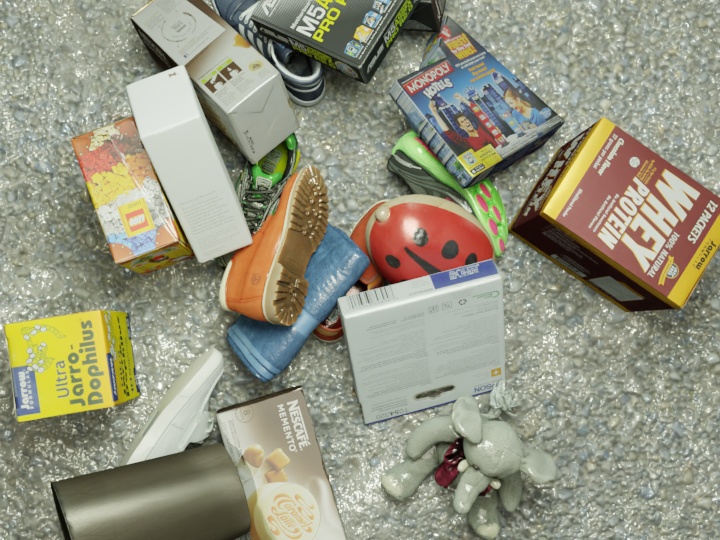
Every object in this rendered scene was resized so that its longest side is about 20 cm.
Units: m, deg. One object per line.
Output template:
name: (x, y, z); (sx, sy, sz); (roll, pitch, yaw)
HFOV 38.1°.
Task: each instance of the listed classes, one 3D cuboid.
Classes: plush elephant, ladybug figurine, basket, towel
plush elephant: (0.142, 0.231, 1.258); (0.164, 0.155, 0.201); (31, 90, -2)
ladybug figurine: (0.089, -0.016, 1.274); (0.199, 0.072, 0.136); (32, 118, -33)
basket: (-0.239, 0.286, 1.210); (0.199, 0.136, 0.181); (-18, 130, -21)
towel: (-0.079, 0.034, 1.278); (0.200, 0.112, 0.048); (-50, 129, 2)

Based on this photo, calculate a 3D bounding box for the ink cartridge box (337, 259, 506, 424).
ink cartridge box: (0.081, 0.091, 1.287); (0.195, 0.201, 0.043); (-14, 44, -5)

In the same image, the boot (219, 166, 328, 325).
boot: (-0.106, -0.036, 1.250); (0.107, 0.075, 0.201); (3, 66, 35)

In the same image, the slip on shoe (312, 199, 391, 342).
slip on shoe: (0.000, 0.000, 1.317); (0.074, 0.061, 0.201); (32, 84, 0)

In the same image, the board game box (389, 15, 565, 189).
board game box: (0.125, -0.213, 1.302); (0.199, 0.062, 0.200); (-31, 79, -39)

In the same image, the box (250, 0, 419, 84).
box: (-0.011, -0.339, 1.229); (0.160, 0.044, 0.201); (29, 81, 19)

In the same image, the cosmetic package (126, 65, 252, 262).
cosmetic package: (-0.191, -0.117, 1.180); (0.071, 0.201, 0.102); (-21, 47, -4)

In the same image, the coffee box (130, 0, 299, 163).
coffee box: (-0.173, -0.238, 1.247); (0.080, 0.115, 0.200); (-40, 65, -10)

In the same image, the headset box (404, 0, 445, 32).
headset box: (0.042, -0.408, 1.304); (0.147, 0.075, 0.202); (8, 75, 15)

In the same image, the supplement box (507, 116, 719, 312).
supplement box: (0.311, -0.060, 1.270); (0.197, 0.200, 0.133); (34, 85, -1)

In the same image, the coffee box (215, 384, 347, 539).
coffee box: (-0.096, 0.253, 1.285); (0.113, 0.080, 0.202); (-16, 88, -5)

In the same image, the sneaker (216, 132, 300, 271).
sneaker: (-0.133, -0.091, 1.301); (0.077, 0.085, 0.202); (18, 86, -2)

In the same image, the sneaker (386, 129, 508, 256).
sneaker: (0.114, -0.094, 1.332); (0.200, 0.084, 0.077); (46, 41, -11)

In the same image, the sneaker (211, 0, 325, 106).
sneaker: (-0.113, -0.300, 1.302); (0.070, 0.109, 0.200); (-41, 90, -6)

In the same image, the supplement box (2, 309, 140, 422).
supplement box: (-0.331, 0.108, 1.218); (0.109, 0.200, 0.110); (-9, 88, -4)

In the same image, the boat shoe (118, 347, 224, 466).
boat shoe: (-0.221, 0.191, 1.289); (0.068, 0.072, 0.201); (36, 82, -16)

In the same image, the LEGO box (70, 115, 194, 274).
LEGO box: (-0.263, -0.082, 1.234); (0.077, 0.200, 0.150); (-20, 87, -5)
